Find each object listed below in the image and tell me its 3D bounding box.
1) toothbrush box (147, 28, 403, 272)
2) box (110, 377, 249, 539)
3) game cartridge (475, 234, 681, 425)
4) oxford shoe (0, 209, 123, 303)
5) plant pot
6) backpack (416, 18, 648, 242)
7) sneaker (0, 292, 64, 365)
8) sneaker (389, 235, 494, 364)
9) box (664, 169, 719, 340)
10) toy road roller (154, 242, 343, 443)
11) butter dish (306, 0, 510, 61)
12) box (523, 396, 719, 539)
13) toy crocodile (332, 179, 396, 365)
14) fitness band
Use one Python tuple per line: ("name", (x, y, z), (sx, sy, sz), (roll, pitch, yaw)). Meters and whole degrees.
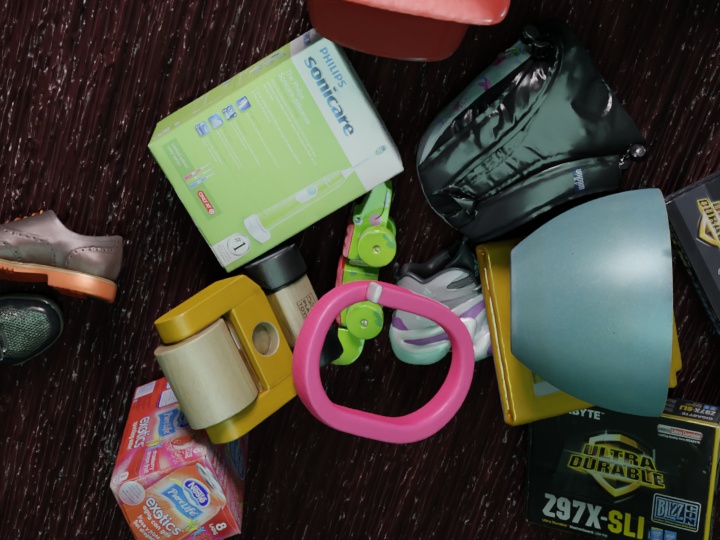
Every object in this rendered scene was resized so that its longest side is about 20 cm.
("toothbrush box", (-0.079, -0.117, 1.138), (0.198, 0.086, 0.147), (-30, 109, 9))
("box", (-0.172, 0.183, 1.181), (0.098, 0.201, 0.097), (-20, 112, 5))
("game cartridge", (0.220, 0.045, 1.186), (0.197, 0.032, 0.180), (-11, 92, -17))
("oxford shoe", (-0.330, -0.026, 1.180), (0.197, 0.071, 0.074), (15, 80, -5))
("plant pot", (0.202, 0.028, 1.082), (0.132, 0.201, 0.204), (0, 111, 6))
("backpack", (0.147, -0.118, 1.130), (0.199, 0.127, 0.168), (-37, 96, 10))
("sneaker", (-0.392, 0.083, 1.181), (0.196, 0.115, 0.078), (-10, 113, -1))
("sneaker", (0.126, 0.020, 1.204), (0.196, 0.078, 0.142), (-3, 111, -2))
("box", (0.421, -0.020, 1.169), (0.196, 0.050, 0.203), (-25, 81, 4))
("toy road roller", (-0.125, 0.071, 1.152), (0.145, 0.199, 0.124), (-14, 105, 46))
("butter dish", (0.029, -0.256, 1.063), (0.196, 0.202, 0.149), (11, 141, -1))
("box", (0.272, 0.205, 1.251), (0.197, 0.049, 0.163), (10, 114, 24))
("toy crocodile", (0.000, 0.000, 1.192), (0.061, 0.068, 0.203), (9, 114, -2))
("fitness band", (0.026, 0.089, 1.139), (0.198, 0.037, 0.146), (18, 93, -35))
